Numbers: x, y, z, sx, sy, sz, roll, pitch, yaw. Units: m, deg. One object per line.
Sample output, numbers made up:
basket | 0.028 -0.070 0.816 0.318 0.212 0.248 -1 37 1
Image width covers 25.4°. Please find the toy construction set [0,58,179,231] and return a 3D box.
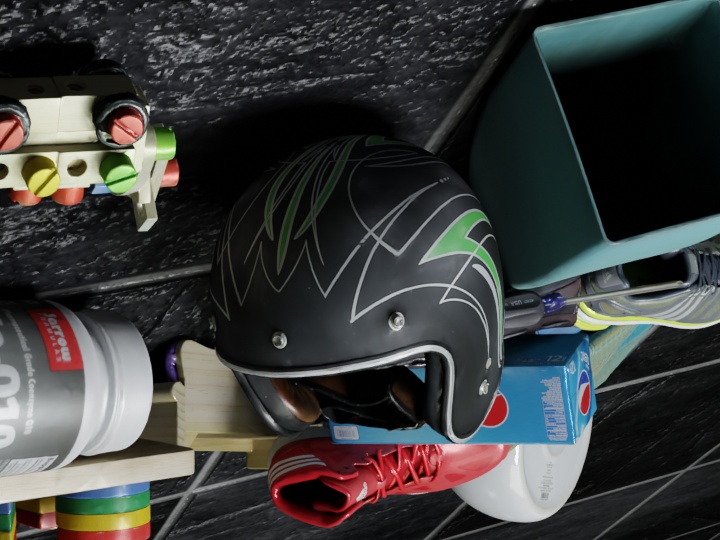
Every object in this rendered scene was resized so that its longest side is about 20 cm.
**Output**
toy construction set | -0.173 -0.047 0.843 0.199 0.092 0.132 -17 135 -36

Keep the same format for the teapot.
teapot | 0.122 0.134 1.492 0.145 0.202 0.198 6 -141 32

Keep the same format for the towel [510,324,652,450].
towel | 0.184 0.084 1.347 0.199 0.022 0.147 -28 158 -46

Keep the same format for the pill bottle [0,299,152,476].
pill bottle | -0.241 0.076 1.033 0.199 0.115 0.114 -1 150 -44

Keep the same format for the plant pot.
plant pot | 0.159 -0.068 1.071 0.140 0.143 0.200 -14 168 -21

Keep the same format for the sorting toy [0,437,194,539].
sorting toy | -0.254 0.165 1.161 0.198 0.071 0.198 -3 -177 -40

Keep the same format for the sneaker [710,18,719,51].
sneaker | 0.288 -0.140 1.116 0.199 0.075 0.087 0 154 -46

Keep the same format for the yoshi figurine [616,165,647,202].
yoshi figurine | 0.286 -0.083 1.172 0.198 0.114 0.112 1 176 -22

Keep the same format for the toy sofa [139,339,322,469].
toy sofa | -0.118 0.114 1.314 0.082 0.099 0.199 -7 171 35

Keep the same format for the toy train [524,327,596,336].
toy train | 0.146 0.031 1.303 0.199 0.087 0.114 -33 173 -29

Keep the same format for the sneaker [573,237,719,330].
sneaker | 0.249 0.007 1.249 0.198 0.075 0.081 -8 171 -28

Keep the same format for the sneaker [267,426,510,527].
sneaker | 0.023 0.162 1.246 0.198 0.079 0.116 -12 -165 4

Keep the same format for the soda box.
soda box | 0.074 0.090 1.211 0.198 0.065 0.068 -2 -162 24

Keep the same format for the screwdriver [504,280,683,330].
screwdriver | 0.155 0.019 1.149 0.198 0.029 0.028 -11 127 -35

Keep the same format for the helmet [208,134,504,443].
helmet | -0.002 0.011 1.007 0.198 0.201 0.191 -24 133 5

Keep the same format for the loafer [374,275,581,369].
loafer | 0.080 0.043 1.161 0.198 0.072 0.064 -21 115 -22

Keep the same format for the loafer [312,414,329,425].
loafer | -0.012 0.078 1.322 0.071 0.064 0.199 16 -163 36
